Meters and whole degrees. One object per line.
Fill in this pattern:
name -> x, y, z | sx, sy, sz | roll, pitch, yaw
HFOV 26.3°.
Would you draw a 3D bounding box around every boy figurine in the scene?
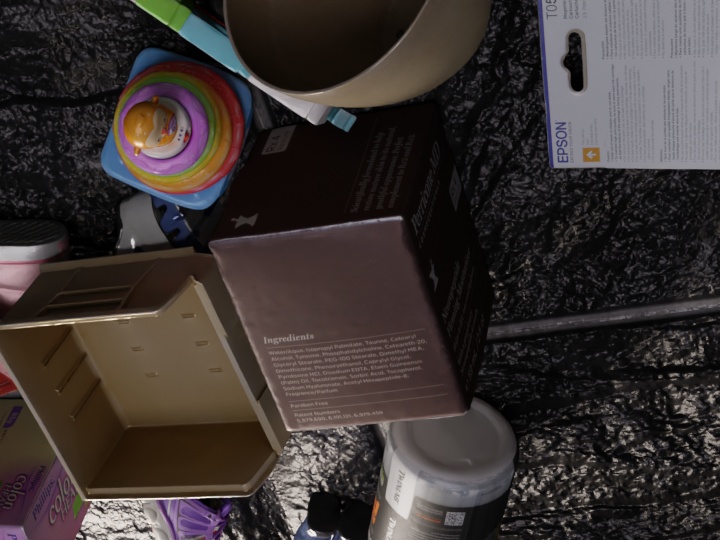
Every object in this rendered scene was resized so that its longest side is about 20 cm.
boy figurine -> -0.048, 0.314, 1.576 | 0.123, 0.065, 0.201 | 18, 126, -3

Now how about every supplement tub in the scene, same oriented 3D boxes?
supplement tub -> 0.073, 0.223, 1.438 | 0.121, 0.123, 0.201 | 13, 128, 4

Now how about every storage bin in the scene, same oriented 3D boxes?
storage bin -> -0.183, 0.092, 1.327 | 0.197, 0.094, 0.201 | -5, 124, 29

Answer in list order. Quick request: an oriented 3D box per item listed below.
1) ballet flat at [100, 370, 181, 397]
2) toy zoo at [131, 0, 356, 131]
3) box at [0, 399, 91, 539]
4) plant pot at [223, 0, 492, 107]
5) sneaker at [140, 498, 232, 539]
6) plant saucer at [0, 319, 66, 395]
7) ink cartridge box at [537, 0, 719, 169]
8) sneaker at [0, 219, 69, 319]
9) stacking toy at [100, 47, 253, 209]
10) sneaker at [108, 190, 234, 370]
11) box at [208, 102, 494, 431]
ballet flat -> -0.183, 0.084, 1.436 | 0.198, 0.071, 0.071 | 5, 128, 11
toy zoo -> -0.089, -0.165, 1.183 | 0.199, 0.131, 0.021 | 33, 97, -12
box -> -0.377, 0.219, 1.511 | 0.198, 0.176, 0.097 | -2, 126, 14
plant pot -> 0.018, -0.202, 1.108 | 0.199, 0.202, 0.134 | -26, 152, 29
sneaker -> -0.163, 0.262, 1.559 | 0.083, 0.081, 0.201 | -11, 127, 6
plant saucer -> -0.392, 0.061, 1.423 | 0.200, 0.037, 0.199 | 37, 153, -20
ink cartridge box -> 0.236, -0.167, 1.154 | 0.198, 0.043, 0.198 | 2, 128, 15
sneaker -> -0.359, 0.007, 1.409 | 0.198, 0.076, 0.105 | 3, 122, 7
stacking toy -> -0.150, -0.111, 1.184 | 0.109, 0.200, 0.117 | 21, 93, 0
sneaker -> -0.157, 0.003, 1.364 | 0.114, 0.081, 0.200 | -14, 116, 28
box -> 0.000, 0.000, 1.258 | 0.163, 0.166, 0.201 | -7, 125, 19
